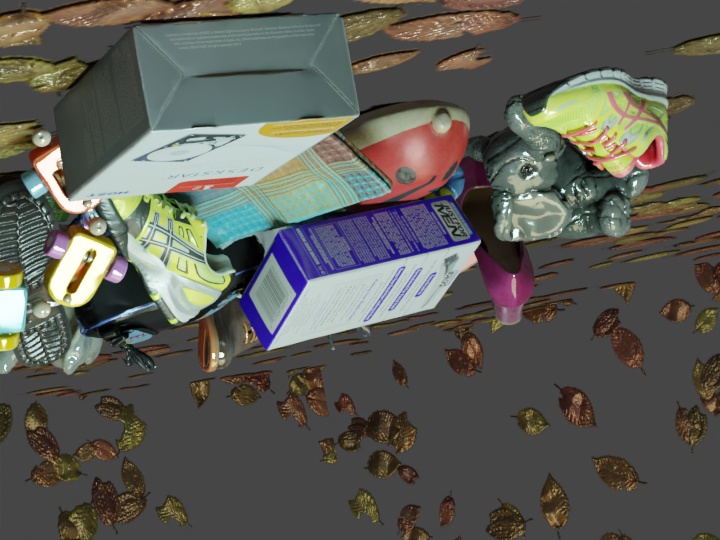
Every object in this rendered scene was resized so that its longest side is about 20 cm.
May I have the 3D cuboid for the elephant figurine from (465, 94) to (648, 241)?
[{"bbox_3d":[0.165,-0.099,1.711,0.200,0.155,0.141,7,-162,-36],"label":"elephant figurine"}]

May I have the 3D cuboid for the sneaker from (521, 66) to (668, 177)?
[{"bbox_3d":[0.222,-0.130,1.602,0.078,0.090,0.200,-15,170,43],"label":"sneaker"}]

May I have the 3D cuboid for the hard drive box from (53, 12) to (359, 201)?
[{"bbox_3d":[-0.114,-0.114,1.268,0.156,0.077,0.200,-7,172,-25],"label":"hard drive box"}]

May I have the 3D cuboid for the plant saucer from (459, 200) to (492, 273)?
[{"bbox_3d":[0.125,-0.045,1.961,0.200,0.051,0.201,-35,-176,3],"label":"plant saucer"}]

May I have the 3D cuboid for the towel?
[{"bbox_3d":[-0.092,-0.082,1.509,0.200,0.022,0.147,-16,140,35],"label":"towel"}]

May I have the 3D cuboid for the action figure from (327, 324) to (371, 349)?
[{"bbox_3d":[0.010,-0.013,1.808,0.102,0.119,0.200,28,-115,38],"label":"action figure"}]

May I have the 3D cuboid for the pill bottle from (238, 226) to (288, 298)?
[{"bbox_3d":[-0.057,-0.029,1.889,0.111,0.111,0.200,-17,171,40],"label":"pill bottle"}]

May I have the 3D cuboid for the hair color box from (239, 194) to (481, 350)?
[{"bbox_3d":[0.000,0.000,1.624,0.200,0.065,0.109,-11,150,-35],"label":"hair color box"}]

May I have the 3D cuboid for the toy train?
[{"bbox_3d":[-0.275,-0.026,1.435,0.200,0.150,0.056,-37,-148,-3],"label":"toy train"}]

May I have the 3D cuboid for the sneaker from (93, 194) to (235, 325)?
[{"bbox_3d":[-0.178,-0.043,1.525,0.076,0.075,0.200,-33,132,-3],"label":"sneaker"}]

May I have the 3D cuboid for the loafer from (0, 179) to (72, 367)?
[{"bbox_3d":[-0.311,-0.004,1.602,0.073,0.071,0.200,-17,131,-22],"label":"loafer"}]

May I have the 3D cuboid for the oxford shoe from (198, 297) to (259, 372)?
[{"bbox_3d":[-0.130,0.053,1.845,0.073,0.071,0.200,5,-160,-2],"label":"oxford shoe"}]

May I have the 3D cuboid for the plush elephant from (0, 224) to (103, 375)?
[{"bbox_3d":[-0.326,0.038,1.818,0.200,0.155,0.165,-11,173,3],"label":"plush elephant"}]

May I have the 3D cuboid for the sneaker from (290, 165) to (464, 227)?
[{"bbox_3d":[0.003,-0.077,1.743,0.199,0.071,0.083,-6,-177,4],"label":"sneaker"}]

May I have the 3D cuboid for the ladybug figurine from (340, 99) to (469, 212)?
[{"bbox_3d":[0.027,-0.100,1.607,0.136,0.072,0.200,-7,172,-26],"label":"ladybug figurine"}]

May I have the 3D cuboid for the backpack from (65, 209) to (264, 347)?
[{"bbox_3d":[-0.197,-0.006,1.695,0.182,0.135,0.200,-20,177,-15],"label":"backpack"}]

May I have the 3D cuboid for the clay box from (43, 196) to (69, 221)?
[{"bbox_3d":[-0.370,-0.027,1.681,0.200,0.048,0.115,-8,172,-15],"label":"clay box"}]

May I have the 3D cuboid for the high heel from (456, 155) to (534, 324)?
[{"bbox_3d":[0.136,-0.050,1.797,0.067,0.200,0.096,-14,151,-7],"label":"high heel"}]

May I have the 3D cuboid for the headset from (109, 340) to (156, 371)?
[{"bbox_3d":[-0.200,0.022,1.903,0.200,0.094,0.123,-46,-178,-42],"label":"headset"}]
